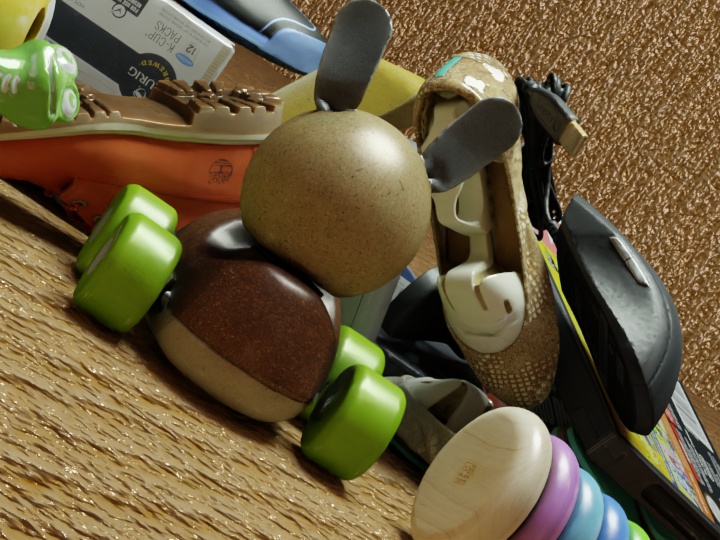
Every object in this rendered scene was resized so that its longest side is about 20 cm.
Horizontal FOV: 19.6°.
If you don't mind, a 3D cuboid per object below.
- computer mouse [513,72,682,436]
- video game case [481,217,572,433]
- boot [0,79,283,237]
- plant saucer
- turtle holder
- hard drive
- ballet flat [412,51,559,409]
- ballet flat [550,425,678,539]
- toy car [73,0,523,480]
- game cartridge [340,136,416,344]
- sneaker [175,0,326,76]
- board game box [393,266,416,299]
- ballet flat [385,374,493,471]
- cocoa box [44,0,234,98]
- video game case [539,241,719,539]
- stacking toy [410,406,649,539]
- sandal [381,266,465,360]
[{"bbox_3d":[0.133,-0.018,1.126,0.141,0.046,0.200,82,-10,-46],"label":"computer mouse"},{"bbox_3d":[0.111,0.050,1.291,0.143,0.017,0.200,20,54,-53],"label":"video game case"},{"bbox_3d":[-0.141,-0.046,1.115,0.200,0.107,0.075,1,20,-25],"label":"boot"},{"bbox_3d":[-0.046,-0.082,1.307,0.048,0.200,0.200,62,7,1],"label":"plant saucer"},{"bbox_3d":[-0.213,-0.145,1.039,0.185,0.141,0.132,6,-3,41],"label":"turtle holder"},{"bbox_3d":[0.047,0.075,1.352,0.135,0.042,0.200,35,7,-6],"label":"hard drive"},{"bbox_3d":[0.061,-0.017,1.137,0.070,0.200,0.065,-9,5,32],"label":"ballet flat"},{"bbox_3d":[0.137,0.145,1.208,0.200,0.070,0.067,33,34,-54],"label":"ballet flat"},{"bbox_3d":[-0.019,-0.029,1.038,0.164,0.200,0.158,34,6,-13],"label":"toy car"},{"bbox_3d":[0.000,0.000,1.218,0.040,0.133,0.200,23,15,-4],"label":"game cartridge"},{"bbox_3d":[-0.093,-0.198,1.274,0.200,0.078,0.070,34,-1,-11],"label":"sneaker"},{"bbox_3d":[-0.064,-0.052,1.535,0.200,0.062,0.200,36,-2,-28],"label":"board game box"},{"bbox_3d":[0.062,0.097,1.169,0.067,0.062,0.200,33,6,-35],"label":"ballet flat"},{"bbox_3d":[-0.194,-0.137,1.217,0.200,0.131,0.133,34,3,-14],"label":"cocoa box"},{"bbox_3d":[0.163,0.085,1.237,0.181,0.025,0.200,43,17,-34],"label":"video game case"},{"bbox_3d":[0.122,0.153,1.024,0.200,0.085,0.085,38,5,-22],"label":"stacking toy"},{"bbox_3d":[0.062,0.015,1.330,0.045,0.075,0.200,50,15,22],"label":"sandal"}]
